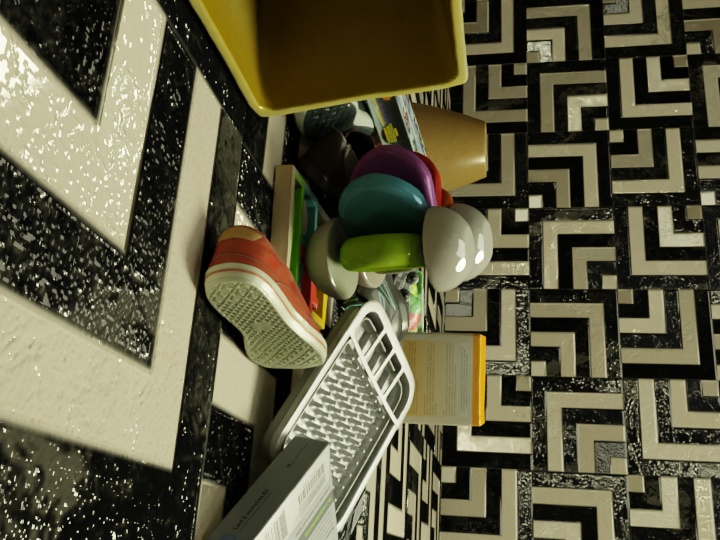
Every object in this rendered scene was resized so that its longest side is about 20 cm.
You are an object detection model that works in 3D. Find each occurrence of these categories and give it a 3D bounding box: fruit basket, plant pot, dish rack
[{"bbox_3d":[0.076,0.073,1.315,0.200,0.091,0.190,-147,-125,-80],"label":"fruit basket"},{"bbox_3d":[0.121,-0.209,1.345,0.186,0.195,0.191,-1,90,-79],"label":"plant pot"},{"bbox_3d":[-0.023,0.146,0.784,0.202,0.043,0.173,-56,141,-30],"label":"dish rack"},{"bbox_3d":[-0.022,-0.274,0.622,0.195,0.191,0.205,62,24,-68],"label":"plant pot"}]

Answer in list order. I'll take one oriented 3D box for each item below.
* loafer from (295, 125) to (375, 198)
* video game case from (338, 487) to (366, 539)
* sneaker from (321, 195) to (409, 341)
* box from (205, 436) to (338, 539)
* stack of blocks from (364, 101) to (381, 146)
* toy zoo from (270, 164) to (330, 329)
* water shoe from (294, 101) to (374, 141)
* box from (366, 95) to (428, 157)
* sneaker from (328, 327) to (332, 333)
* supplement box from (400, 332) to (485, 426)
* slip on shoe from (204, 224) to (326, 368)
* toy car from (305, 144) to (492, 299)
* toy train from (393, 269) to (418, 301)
[{"bbox_3d":[0.000,-0.119,0.897,0.072,0.073,0.199,-51,166,15],"label":"loafer"},{"bbox_3d":[-0.012,0.265,0.988,0.200,0.025,0.185,-23,125,-78],"label":"video game case"},{"bbox_3d":[0.000,0.000,0.941,0.079,0.074,0.204,-25,91,-56],"label":"sneaker"},{"bbox_3d":[-0.066,0.272,0.659,0.156,0.040,0.205,-42,131,-57],"label":"box"},{"bbox_3d":[0.008,-0.281,1.106,0.115,0.057,0.205,-27,117,-78],"label":"stack of blocks"},{"bbox_3d":[-0.059,-0.014,0.839,0.200,0.020,0.135,56,35,-71],"label":"toy zoo"},{"bbox_3d":[-0.040,-0.193,0.879,0.080,0.070,0.200,63,10,7],"label":"water shoe"},{"bbox_3d":[0.046,-0.195,0.997,0.138,0.039,0.203,-85,156,-58],"label":"box"},{"bbox_3d":[-0.016,0.140,0.933,0.200,0.076,0.088,-57,149,-71],"label":"sneaker"},{"bbox_3d":[0.080,0.154,1.112,0.073,0.195,0.129,24,67,-74],"label":"supplement box"},{"bbox_3d":[-0.073,0.032,0.648,0.201,0.072,0.062,65,24,-56],"label":"slip on shoe"},{"bbox_3d":[0.040,-0.055,0.817,0.199,0.171,0.154,-16,101,-66],"label":"toy car"},{"bbox_3d":[0.023,0.081,1.074,0.203,0.045,0.034,-65,-160,-8],"label":"toy train"}]
